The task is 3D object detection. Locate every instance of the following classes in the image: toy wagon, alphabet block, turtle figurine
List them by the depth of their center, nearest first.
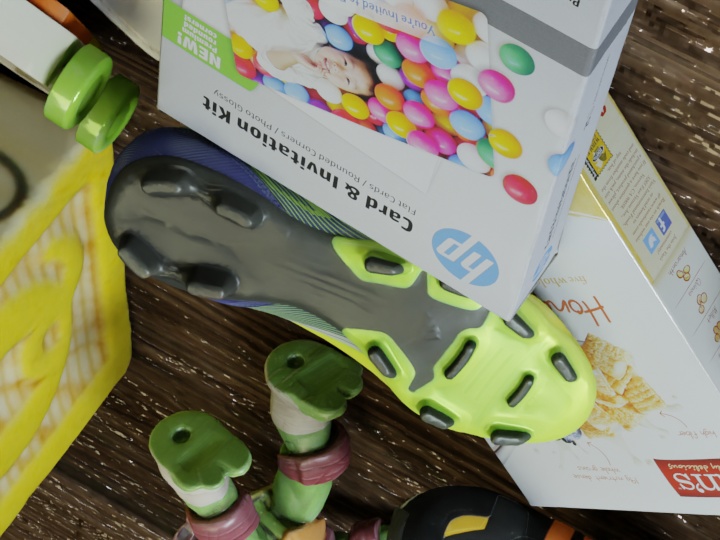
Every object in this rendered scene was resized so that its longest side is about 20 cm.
[{"bbox_3d":[-0.161,-0.109,0.867,0.155,0.040,0.200,33,178,4],"label":"toy wagon"},{"bbox_3d":[-0.239,0.013,1.041,0.199,0.196,0.197,27,149,16],"label":"alphabet block"},{"bbox_3d":[-0.020,0.146,1.055,0.142,0.201,0.195,-8,133,3],"label":"turtle figurine"}]

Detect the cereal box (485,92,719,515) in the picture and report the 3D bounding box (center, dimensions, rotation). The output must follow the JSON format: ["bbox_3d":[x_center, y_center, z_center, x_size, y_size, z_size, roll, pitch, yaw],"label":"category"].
[{"bbox_3d":[0.077,0.015,0.883,0.143,0.040,0.201,-3,131,47],"label":"cereal box"}]

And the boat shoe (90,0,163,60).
[{"bbox_3d":[-0.121,-0.143,0.837,0.070,0.070,0.200,-10,127,47],"label":"boat shoe"}]

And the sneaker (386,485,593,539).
[{"bbox_3d":[0.101,0.139,0.969,0.199,0.071,0.090,31,149,-35],"label":"sneaker"}]

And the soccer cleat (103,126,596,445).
[{"bbox_3d":[0.000,-0.001,0.854,0.199,0.084,0.065,25,114,-4],"label":"soccer cleat"}]

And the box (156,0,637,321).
[{"bbox_3d":[0.009,-0.088,0.741,0.155,0.041,0.201,31,149,12],"label":"box"}]
